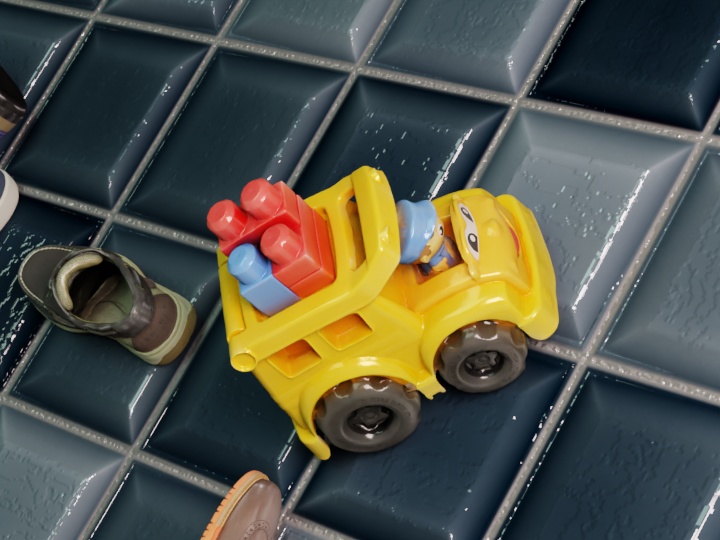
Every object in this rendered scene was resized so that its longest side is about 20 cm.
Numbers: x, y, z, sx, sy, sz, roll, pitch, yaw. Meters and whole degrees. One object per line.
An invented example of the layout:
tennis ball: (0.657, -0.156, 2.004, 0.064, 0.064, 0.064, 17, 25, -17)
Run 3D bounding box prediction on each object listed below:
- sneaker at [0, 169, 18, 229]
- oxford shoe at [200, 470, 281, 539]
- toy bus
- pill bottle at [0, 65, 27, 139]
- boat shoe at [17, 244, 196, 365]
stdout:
sneaker: (-0.360, -0.012, 1.850, 0.075, 0.084, 0.201, 10, 67, 43)
oxford shoe: (-0.072, 0.226, 1.461, 0.073, 0.071, 0.201, 6, 66, 20)
toy bus: (0.000, 0.000, 1.467, 0.199, 0.192, 0.136, -28, 44, 19)
pill bottle: (-0.386, -0.108, 1.923, 0.200, 0.112, 0.112, -42, 42, 6)
boat shoe: (-0.200, 0.012, 1.714, 0.200, 0.065, 0.073, 17, 73, 46)
